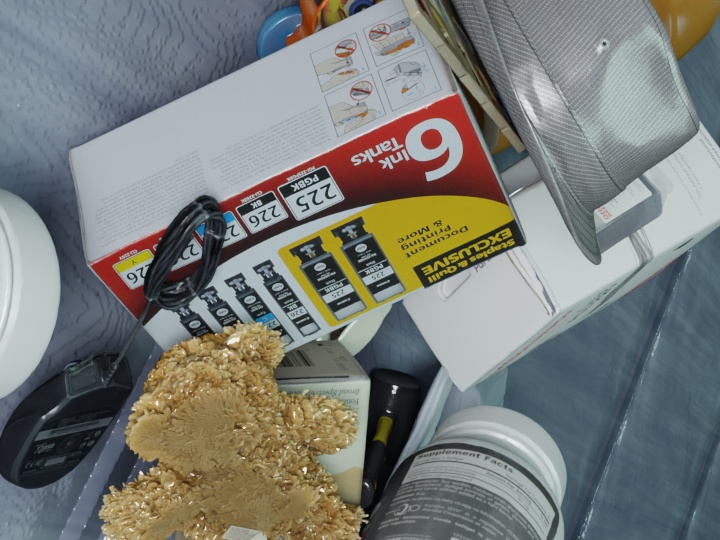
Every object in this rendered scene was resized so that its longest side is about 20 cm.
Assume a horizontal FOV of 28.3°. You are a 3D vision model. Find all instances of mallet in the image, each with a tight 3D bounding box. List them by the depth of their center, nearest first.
[{"bbox_3d":[0.014,0.110,0.964,0.200,0.041,0.067,-32,136,-85],"label":"mallet"}]

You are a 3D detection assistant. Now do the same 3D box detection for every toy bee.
[{"bbox_3d":[-0.004,-0.128,0.819,0.201,0.108,0.132,81,-8,-58],"label":"toy bee"}]

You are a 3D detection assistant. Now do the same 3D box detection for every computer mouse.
[{"bbox_3d":[-0.126,0.035,0.701,0.058,0.034,0.200,-3,137,-55],"label":"computer mouse"}]

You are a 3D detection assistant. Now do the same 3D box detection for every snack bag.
[{"bbox_3d":[0.024,0.173,1.014,0.189,0.021,0.201,103,11,-51],"label":"snack bag"}]

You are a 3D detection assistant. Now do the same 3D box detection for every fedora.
[{"bbox_3d":[0.120,-0.113,0.766,0.202,0.090,0.177,65,14,12],"label":"fedora"}]

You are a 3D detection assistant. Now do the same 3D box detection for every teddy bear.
[{"bbox_3d":[-0.065,0.107,0.764,0.144,0.067,0.200,-37,132,8],"label":"teddy bear"}]

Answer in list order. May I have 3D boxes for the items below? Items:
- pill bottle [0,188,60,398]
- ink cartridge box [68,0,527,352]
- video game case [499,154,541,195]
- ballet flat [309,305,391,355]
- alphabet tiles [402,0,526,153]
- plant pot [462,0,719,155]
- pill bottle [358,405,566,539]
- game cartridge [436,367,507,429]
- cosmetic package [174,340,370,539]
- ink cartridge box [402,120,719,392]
[{"bbox_3d":[-0.214,-0.001,0.536,0.199,0.112,0.114,13,92,-59],"label":"pill bottle"},{"bbox_3d":[-0.023,-0.026,0.760,0.176,0.198,0.084,56,12,-51],"label":"ink cartridge box"},{"bbox_3d":[0.137,-0.065,1.017,0.199,0.023,0.182,-33,170,5],"label":"video game case"},{"bbox_3d":[0.000,0.000,0.940,0.201,0.071,0.072,-58,146,-28],"label":"ballet flat"},{"bbox_3d":[0.032,-0.152,0.727,0.200,0.007,0.168,37,28,-62],"label":"alphabet tiles"},{"bbox_3d":[0.104,-0.177,0.941,0.183,0.199,0.201,-41,138,-20],"label":"plant pot"},{"bbox_3d":[0.057,0.172,0.847,0.200,0.115,0.118,-54,146,-58],"label":"pill bottle"},{"bbox_3d":[0.081,0.172,1.148,0.133,0.041,0.202,-46,144,-73],"label":"game cartridge"},{"bbox_3d":[-0.057,0.148,0.861,0.104,0.071,0.202,-2,107,-17],"label":"cosmetic package"},{"bbox_3d":[0.145,-0.014,0.973,0.199,0.085,0.146,-25,167,-31],"label":"ink cartridge box"}]
